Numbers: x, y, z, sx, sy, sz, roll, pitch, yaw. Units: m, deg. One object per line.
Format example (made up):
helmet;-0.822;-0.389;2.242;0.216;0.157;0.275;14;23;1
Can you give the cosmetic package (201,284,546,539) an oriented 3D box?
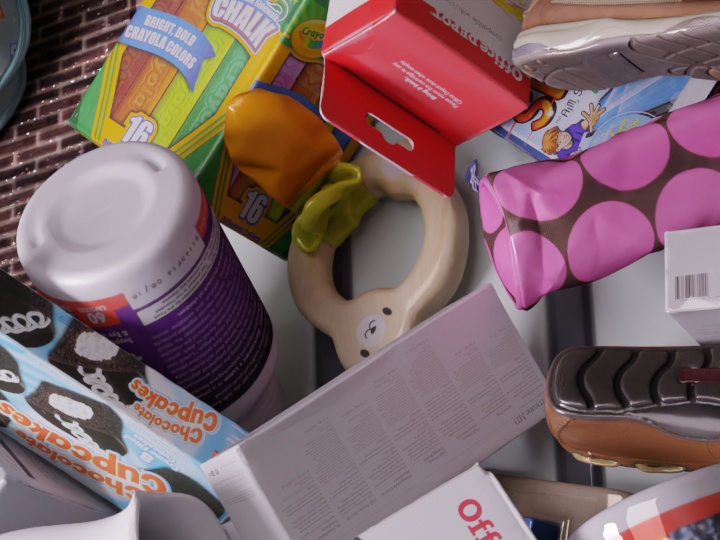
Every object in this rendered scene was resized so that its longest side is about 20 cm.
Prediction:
cosmetic package;0.013;0.092;1.266;0.083;0.199;0.051;59;146;1

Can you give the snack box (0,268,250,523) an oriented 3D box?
snack box;-0.156;0.080;1.309;0.037;0.199;0.116;-61;8;-31

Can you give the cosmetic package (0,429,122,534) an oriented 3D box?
cosmetic package;-0.234;0.197;1.400;0.123;0.200;0.200;39;96;40

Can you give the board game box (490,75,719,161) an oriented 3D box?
board game box;0.173;-0.141;1.351;0.135;0.034;0.201;34;94;38

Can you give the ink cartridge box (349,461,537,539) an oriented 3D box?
ink cartridge box;0.018;0.216;1.154;0.199;0.084;0.145;-30;54;-6

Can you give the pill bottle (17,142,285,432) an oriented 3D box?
pill bottle;-0.116;0.030;1.364;0.110;0.201;0.112;-13;44;14

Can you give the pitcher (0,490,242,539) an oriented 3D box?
pitcher;-0.152;0.191;1.257;0.199;0.171;0.122;-30;78;21

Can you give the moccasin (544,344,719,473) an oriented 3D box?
moccasin;0.199;0.085;1.227;0.199;0.078;0.074;-3;54;14

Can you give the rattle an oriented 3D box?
rattle;0.000;0.000;1.358;0.129;0.143;0.202;-13;58;10

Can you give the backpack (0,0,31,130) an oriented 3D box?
backpack;-0.325;-0.159;1.625;0.200;0.153;0.176;-47;55;23

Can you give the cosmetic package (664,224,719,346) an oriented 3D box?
cosmetic package;0.265;0.001;1.190;0.198;0.083;0.051;-7;67;23

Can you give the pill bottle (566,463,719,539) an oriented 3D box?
pill bottle;0.189;0.209;1.153;0.111;0.111;0.201;-30;71;22

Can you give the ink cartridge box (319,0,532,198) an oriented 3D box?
ink cartridge box;0.045;-0.159;1.362;0.067;0.116;0.202;-26;45;41

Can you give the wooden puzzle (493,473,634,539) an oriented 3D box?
wooden puzzle;0.056;0.205;1.291;0.199;0.046;0.187;4;78;35

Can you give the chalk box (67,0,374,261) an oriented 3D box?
chalk box;-0.065;-0.134;1.456;0.124;0.124;0.201;32;92;37

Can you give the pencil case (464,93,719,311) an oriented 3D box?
pencil case;0.163;-0.046;1.257;0.198;0.094;0.092;-17;75;-2

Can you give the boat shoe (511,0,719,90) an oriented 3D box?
boat shoe;0.175;-0.150;1.285;0.198;0.076;0.072;-1;71;33
